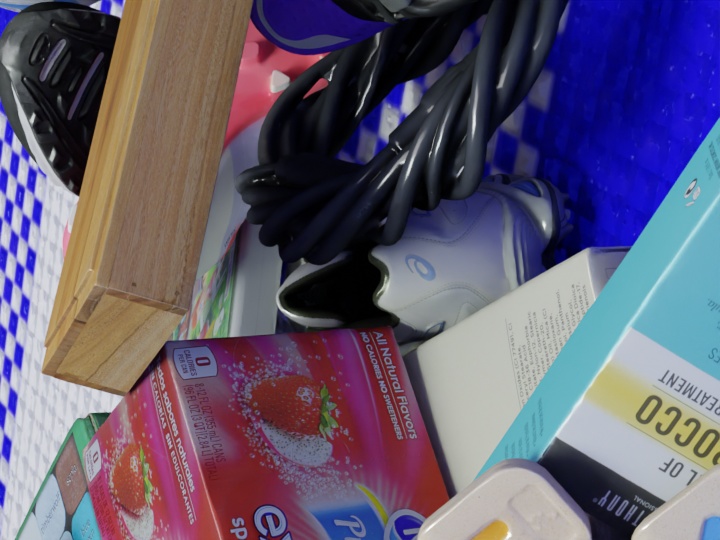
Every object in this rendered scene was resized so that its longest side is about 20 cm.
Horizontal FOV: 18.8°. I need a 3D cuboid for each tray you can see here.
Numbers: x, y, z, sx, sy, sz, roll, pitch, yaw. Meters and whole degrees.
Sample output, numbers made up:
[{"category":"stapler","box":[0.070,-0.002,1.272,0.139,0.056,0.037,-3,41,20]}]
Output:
[{"category":"tray","box":[-0.070,-0.066,0.776,0.099,0.037,0.201,133,151,-63]}]

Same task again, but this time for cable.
[{"category":"cable","box":[0.022,-0.067,0.823,0.200,0.051,0.164,-36,28,38]}]

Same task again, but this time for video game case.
[{"category":"video game case","box":[-0.076,0.024,1.018,0.201,0.022,0.182,-87,21,-43]}]

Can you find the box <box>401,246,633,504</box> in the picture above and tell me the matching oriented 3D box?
[{"category":"box","box":[0.063,0.059,0.799,0.200,0.068,0.083,-32,64,56]}]

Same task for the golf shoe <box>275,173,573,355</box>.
[{"category":"golf shoe","box":[0.000,0.000,0.879,0.200,0.097,0.079,-18,81,61]}]

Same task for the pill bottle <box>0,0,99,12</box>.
[{"category":"pill bottle","box":[-0.135,-0.164,0.853,0.200,0.111,0.113,-146,57,-87]}]

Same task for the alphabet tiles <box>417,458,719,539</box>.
[{"category":"alphabet tiles","box":[0.078,0.153,0.662,0.195,0.200,0.015,-41,9,15]}]

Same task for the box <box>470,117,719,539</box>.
[{"category":"box","box":[0.100,0.046,0.660,0.201,0.082,0.049,-58,7,19]}]

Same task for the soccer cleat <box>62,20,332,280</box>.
[{"category":"soccer cleat","box":[-0.057,-0.057,0.933,0.066,0.200,0.077,31,155,15]}]

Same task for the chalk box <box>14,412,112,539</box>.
[{"category":"chalk box","box":[-0.069,0.141,0.898,0.125,0.199,0.124,-59,42,43]}]

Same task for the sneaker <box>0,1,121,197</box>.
[{"category":"sneaker","box":[-0.123,-0.072,0.954,0.079,0.200,0.074,28,86,14]}]

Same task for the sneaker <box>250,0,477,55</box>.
[{"category":"sneaker","box":[0.014,-0.119,0.744,0.200,0.069,0.100,-35,26,44]}]

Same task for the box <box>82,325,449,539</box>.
[{"category":"box","box":[-0.019,0.129,0.779,0.096,0.099,0.201,-48,53,50]}]
